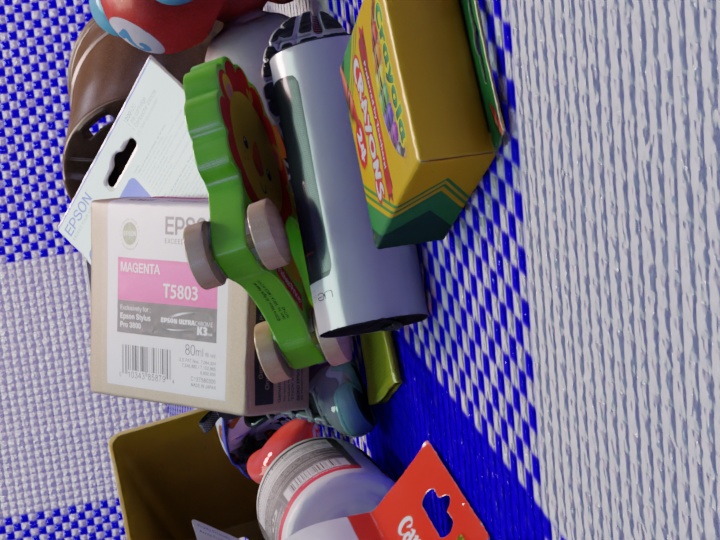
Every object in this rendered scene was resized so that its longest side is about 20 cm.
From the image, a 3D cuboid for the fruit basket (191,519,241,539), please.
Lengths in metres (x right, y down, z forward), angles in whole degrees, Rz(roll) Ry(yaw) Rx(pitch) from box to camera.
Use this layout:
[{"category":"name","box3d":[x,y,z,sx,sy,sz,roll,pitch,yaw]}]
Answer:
[{"category":"fruit basket","box3d":[-0.040,0.281,1.562,0.094,0.184,0.200,-55,26,17]}]

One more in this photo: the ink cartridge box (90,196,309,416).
[{"category":"ink cartridge box","box3d":[-0.132,0.025,1.534,0.199,0.075,0.167,3,95,44]}]

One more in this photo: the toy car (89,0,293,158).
[{"category":"toy car","box3d":[-0.106,-0.182,1.550,0.184,0.176,0.202,-10,102,68]}]

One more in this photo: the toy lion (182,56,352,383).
[{"category":"toy lion","box3d":[-0.075,-0.047,1.376,0.200,0.068,0.193,59,-162,-49]}]

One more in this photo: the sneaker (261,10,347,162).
[{"category":"sneaker","box3d":[-0.030,-0.093,1.424,0.085,0.076,0.202,105,155,-77]}]

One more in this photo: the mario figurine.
[{"category":"mario figurine","box3d":[-0.035,0.230,1.723,0.123,0.105,0.202,14,115,54]}]

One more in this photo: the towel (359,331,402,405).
[{"category":"towel","box3d":[0.000,0.000,1.485,0.086,0.018,0.202,116,144,-73]}]

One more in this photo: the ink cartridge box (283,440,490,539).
[{"category":"ink cartridge box","box3d":[-0.011,0.213,1.296,0.201,0.050,0.162,-52,22,7]}]

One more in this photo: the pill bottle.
[{"category":"pill bottle","box3d":[-0.023,0.194,1.511,0.200,0.110,0.112,-152,54,-77]}]

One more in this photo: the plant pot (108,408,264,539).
[{"category":"plant pot","box3d":[-0.129,0.269,1.959,0.177,0.198,0.201,76,177,-50]}]

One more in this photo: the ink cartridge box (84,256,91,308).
[{"category":"ink cartridge box","box3d":[-0.181,0.016,1.952,0.083,0.198,0.147,-122,26,-63]}]

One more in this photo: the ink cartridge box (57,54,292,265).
[{"category":"ink cartridge box","box3d":[-0.150,-0.047,1.629,0.200,0.043,0.199,45,119,22]}]

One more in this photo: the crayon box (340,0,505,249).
[{"category":"crayon box","box3d":[0.034,-0.104,1.140,0.200,0.050,0.128,116,144,-71]}]

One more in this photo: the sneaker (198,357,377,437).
[{"category":"sneaker","box3d":[-0.068,0.105,1.573,0.200,0.139,0.078,-122,9,-71]}]

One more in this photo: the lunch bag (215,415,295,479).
[{"category":"lunch bag","box3d":[-0.100,0.071,1.791,0.171,0.123,0.201,-114,26,-50]}]

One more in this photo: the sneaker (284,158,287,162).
[{"category":"sneaker","box3d":[-0.079,-0.079,1.657,0.077,0.083,0.202,-163,65,-79]}]

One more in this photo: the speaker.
[{"category":"speaker","box3d":[-0.007,-0.056,1.317,0.081,0.080,0.202,138,123,-77]}]

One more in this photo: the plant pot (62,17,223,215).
[{"category":"plant pot","box3d":[-0.186,-0.132,1.755,0.199,0.198,0.202,-89,-3,-62]}]
